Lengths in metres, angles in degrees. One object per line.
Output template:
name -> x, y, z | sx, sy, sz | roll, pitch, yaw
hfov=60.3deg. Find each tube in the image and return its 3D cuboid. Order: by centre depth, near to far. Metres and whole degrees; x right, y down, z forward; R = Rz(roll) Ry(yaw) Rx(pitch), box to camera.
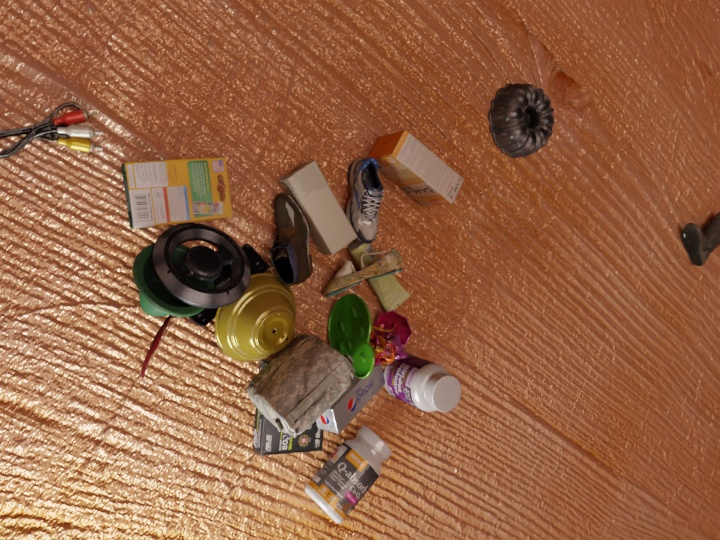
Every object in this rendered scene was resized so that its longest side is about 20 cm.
tube -> 0.042, 0.013, 1.485 | 0.201, 0.058, 0.052 | 54, 26, -23

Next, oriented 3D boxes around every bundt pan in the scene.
bundt pan -> 0.443, -0.407, 1.661 | 0.200, 0.076, 0.205 | -2, 93, -28

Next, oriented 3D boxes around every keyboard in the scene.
keyboard -> -0.281, 0.043, 1.321 | 0.200, 0.040, 0.104 | -43, 89, -19

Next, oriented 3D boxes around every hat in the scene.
hat -> -0.412, 0.067, 1.250 | 0.165, 0.176, 0.201 | 40, 37, -9

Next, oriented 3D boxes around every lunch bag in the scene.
lunch bag -> -0.117, 0.238, 1.263 | 0.200, 0.167, 0.140 | -41, 104, -21

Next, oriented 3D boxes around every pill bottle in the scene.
pill bottle -> -0.025, 0.468, 1.434 | 0.200, 0.116, 0.117 | -47, 113, -18
pill bottle -> 0.146, 0.268, 1.468 | 0.111, 0.199, 0.114 | -2, 94, -28

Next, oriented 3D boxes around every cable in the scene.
cable -> -0.574, -0.256, 1.122 | 0.198, 0.050, 0.098 | -11, 95, -29

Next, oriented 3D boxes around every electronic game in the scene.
electronic game -> -0.314, -0.012, 1.234 | 0.198, 0.042, 0.202 | 19, 46, -21

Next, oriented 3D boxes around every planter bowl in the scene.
planter bowl -> -0.198, 0.114, 1.301 | 0.199, 0.083, 0.203 | -18, 118, -36

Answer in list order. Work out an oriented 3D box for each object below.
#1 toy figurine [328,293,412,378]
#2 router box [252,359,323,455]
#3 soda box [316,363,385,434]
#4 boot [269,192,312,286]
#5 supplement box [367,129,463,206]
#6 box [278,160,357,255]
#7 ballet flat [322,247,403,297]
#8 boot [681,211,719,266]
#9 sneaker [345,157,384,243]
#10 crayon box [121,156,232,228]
toy figurine -> 0.048, 0.157, 1.436 | 0.183, 0.201, 0.150 | 8, 134, -40
router box -> -0.155, 0.302, 1.382 | 0.148, 0.062, 0.203 | 4, 91, -28
soda box -> -0.024, 0.278, 1.408 | 0.200, 0.063, 0.069 | -39, 124, -46
boot -> -0.153, -0.064, 1.331 | 0.074, 0.097, 0.202 | -11, 103, 16
supplement box -> 0.129, -0.237, 1.469 | 0.199, 0.126, 0.074 | 34, 77, -25
box -> -0.094, -0.138, 1.385 | 0.082, 0.068, 0.201 | -36, 109, -22
ballet flat -> 0.000, 0.000, 1.418 | 0.198, 0.071, 0.071 | -20, 104, 7
boot -> 1.172, -0.134, 2.083 | 0.199, 0.072, 0.183 | -39, 124, -14
sneaker -> 0.014, -0.164, 1.416 | 0.076, 0.085, 0.203 | -1, 83, -28
crayon box -> -0.365, -0.157, 1.243 | 0.198, 0.051, 0.127 | -9, 97, -27
